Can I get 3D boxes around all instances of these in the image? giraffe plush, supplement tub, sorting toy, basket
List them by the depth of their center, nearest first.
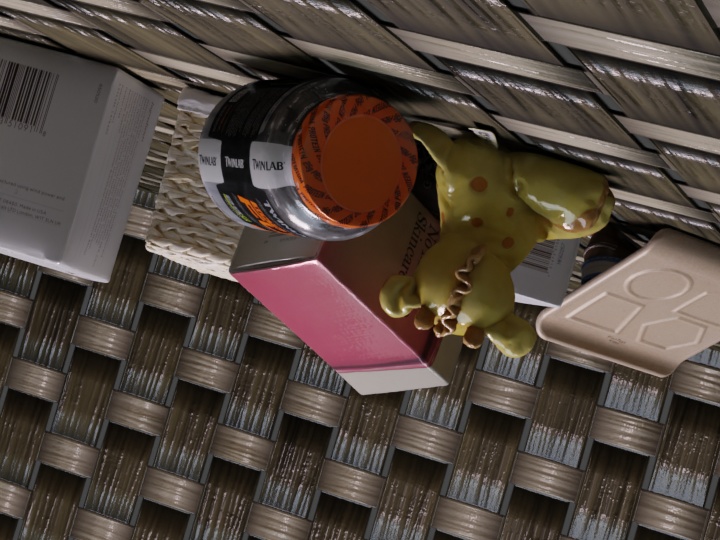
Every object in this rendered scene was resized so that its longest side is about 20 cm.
[{"bbox_3d":[-0.040,-0.087,1.477,0.121,0.124,0.200,17,177,-24],"label":"supplement tub"},{"bbox_3d":[0.103,-0.018,1.560,0.171,0.164,0.200,15,178,30],"label":"giraffe plush"},{"bbox_3d":[-0.078,-0.063,1.855,0.198,0.163,0.198,14,176,15],"label":"basket"},{"bbox_3d":[0.298,0.030,1.878,0.184,0.037,0.200,18,143,-28],"label":"sorting toy"}]

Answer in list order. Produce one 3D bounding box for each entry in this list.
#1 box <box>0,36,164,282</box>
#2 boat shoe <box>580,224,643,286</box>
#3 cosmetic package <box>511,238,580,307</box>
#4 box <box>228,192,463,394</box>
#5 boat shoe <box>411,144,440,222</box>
[{"bbox_3d":[-0.326,-0.114,1.880,0.197,0.202,0.131,15,177,17],"label":"box"},{"bbox_3d":[0.295,0.011,1.956,0.072,0.073,0.200,-9,153,33],"label":"boat shoe"},{"bbox_3d":[0.147,-0.023,1.919,0.073,0.103,0.200,17,179,-15],"label":"cosmetic package"},{"bbox_3d":[0.000,0.000,1.661,0.108,0.129,0.200,-8,141,40],"label":"box"},{"bbox_3d":[0.065,-0.078,1.693,0.199,0.072,0.065,30,151,-11],"label":"boat shoe"}]
